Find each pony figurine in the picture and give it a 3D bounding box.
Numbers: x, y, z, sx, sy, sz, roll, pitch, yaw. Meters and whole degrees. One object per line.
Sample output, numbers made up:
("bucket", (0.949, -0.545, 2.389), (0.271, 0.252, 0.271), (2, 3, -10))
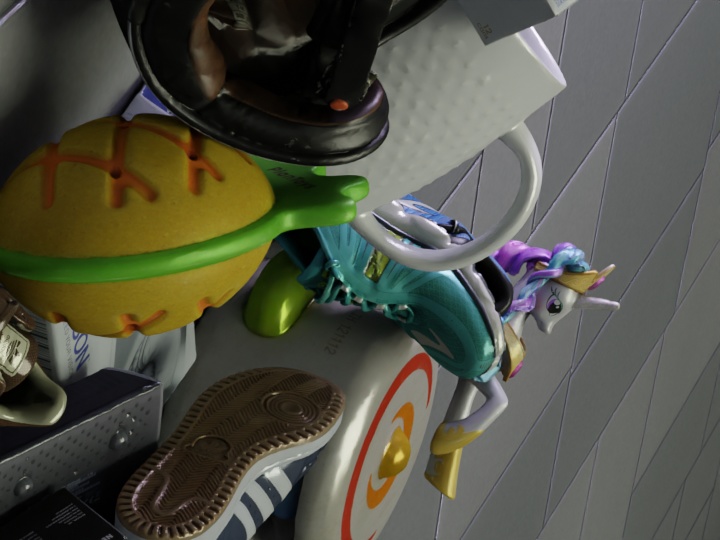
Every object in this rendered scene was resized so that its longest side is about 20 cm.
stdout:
("pony figurine", (0.060, 0.029, 1.999), (0.200, 0.193, 0.166), (-51, 161, 4))

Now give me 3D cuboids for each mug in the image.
("mug", (0.020, -0.092, 1.624), (0.175, 0.200, 0.148), (-36, -173, 10))

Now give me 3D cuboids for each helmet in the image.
("helmet", (-0.028, -0.169, 1.403), (0.191, 0.199, 0.200), (-84, 178, -45))

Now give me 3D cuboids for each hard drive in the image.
("hard drive", (-0.173, 0.146, 1.506), (0.135, 0.042, 0.201), (-26, 142, -40))

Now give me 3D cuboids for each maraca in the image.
("maraca", (-0.093, -0.027, 1.409), (0.199, 0.137, 0.107), (-14, 114, -27))

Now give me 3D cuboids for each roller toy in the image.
("roller toy", (-0.032, 0.096, 1.804), (0.200, 0.139, 0.183), (52, 60, -72))

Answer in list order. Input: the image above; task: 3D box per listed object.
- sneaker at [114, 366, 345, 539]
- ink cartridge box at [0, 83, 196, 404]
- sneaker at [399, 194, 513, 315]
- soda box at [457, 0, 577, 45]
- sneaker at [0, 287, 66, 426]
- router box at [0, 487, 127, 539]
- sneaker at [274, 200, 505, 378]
("sneaker", (-0.076, 0.135, 1.541), (0.200, 0.070, 0.109), (-41, 145, -53))
("ink cartridge box", (-0.129, 0.010, 1.564), (0.200, 0.040, 0.200), (90, 25, -50))
("sneaker", (0.026, -0.023, 1.842), (0.200, 0.089, 0.079), (28, 80, -36))
("soda box", (0.052, -0.224, 1.499), (0.064, 0.200, 0.068), (-38, -169, -33))
("sneaker", (-0.186, 0.017, 1.324), (0.200, 0.075, 0.071), (68, 45, -67))
("router box", (-0.208, 0.222, 1.431), (0.200, 0.052, 0.158), (-32, 143, -35))
("sneaker", (0.000, 0.000, 1.717), (0.080, 0.200, 0.078), (-42, 168, -41))
